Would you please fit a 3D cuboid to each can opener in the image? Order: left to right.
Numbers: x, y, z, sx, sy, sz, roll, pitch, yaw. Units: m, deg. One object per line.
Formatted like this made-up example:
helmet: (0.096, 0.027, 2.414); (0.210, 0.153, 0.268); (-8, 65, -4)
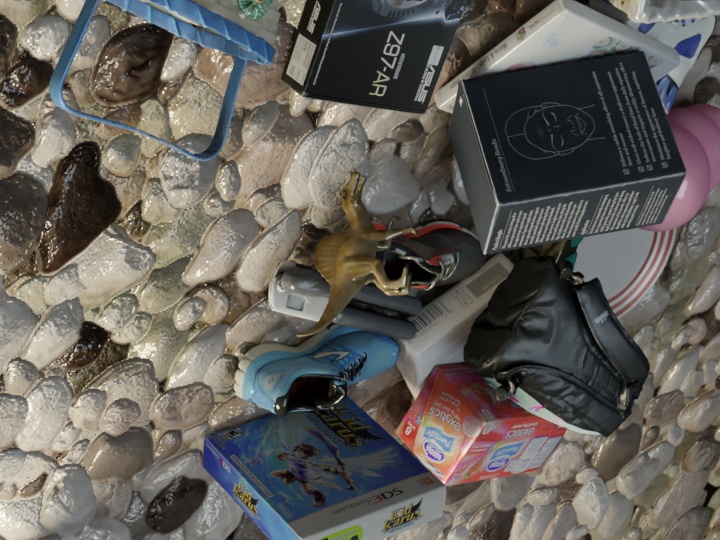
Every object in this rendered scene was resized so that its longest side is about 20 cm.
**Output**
can opener: (-0.008, 0.035, 1.663); (0.199, 0.067, 0.054); (15, 88, -37)

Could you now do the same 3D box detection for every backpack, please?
backpack: (0.222, 0.090, 1.758); (0.199, 0.126, 0.168); (37, 90, -29)

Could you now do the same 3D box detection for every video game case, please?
video game case: (-0.040, 0.214, 1.671); (0.180, 0.200, 0.046); (-14, 125, -32)
video game case: (0.205, -0.198, 1.655); (0.199, 0.024, 0.182); (14, 142, -43)

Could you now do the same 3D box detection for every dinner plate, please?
dinner plate: (0.302, -0.022, 1.922); (0.199, 0.024, 0.202); (-21, 130, -27)

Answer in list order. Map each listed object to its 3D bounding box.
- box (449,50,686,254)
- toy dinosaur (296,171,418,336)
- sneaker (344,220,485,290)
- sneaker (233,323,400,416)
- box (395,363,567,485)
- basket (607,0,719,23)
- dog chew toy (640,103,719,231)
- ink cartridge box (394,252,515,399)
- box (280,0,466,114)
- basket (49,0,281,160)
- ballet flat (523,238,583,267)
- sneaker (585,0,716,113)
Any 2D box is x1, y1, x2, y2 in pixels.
box: (0.205, -0.119, 1.615); (0.198, 0.150, 0.107); (-9, 154, -9)
toy dinosaur: (0.000, 0.000, 1.592); (0.058, 0.100, 0.202); (85, 16, -57)
sneaker: (0.066, -0.002, 1.698); (0.198, 0.082, 0.078); (0, 118, -39)
sneaker: (-0.034, 0.116, 1.689); (0.199, 0.090, 0.079); (-16, 128, -35)
box: (0.149, 0.173, 1.844); (0.199, 0.095, 0.103); (-1, 129, -50)
basket: (0.316, -0.374, 1.596); (0.197, 0.161, 0.202); (-13, 126, -33)
dog chew toy: (0.363, -0.128, 1.832); (0.200, 0.124, 0.126); (-35, 138, -41)
ink cartridge box: (0.117, 0.089, 1.842); (0.160, 0.050, 0.201); (-35, 151, -16)
box: (0.025, -0.255, 1.521); (0.159, 0.043, 0.202); (4, 115, -40)
basket: (-0.158, -0.207, 1.333); (0.175, 0.139, 0.202); (16, 97, -45)
ballet flat: (0.220, -0.032, 1.819); (0.070, 0.071, 0.202); (-3, 122, -38)
sneaker: (0.320, -0.267, 1.740); (0.116, 0.080, 0.199); (-52, 144, -4)
